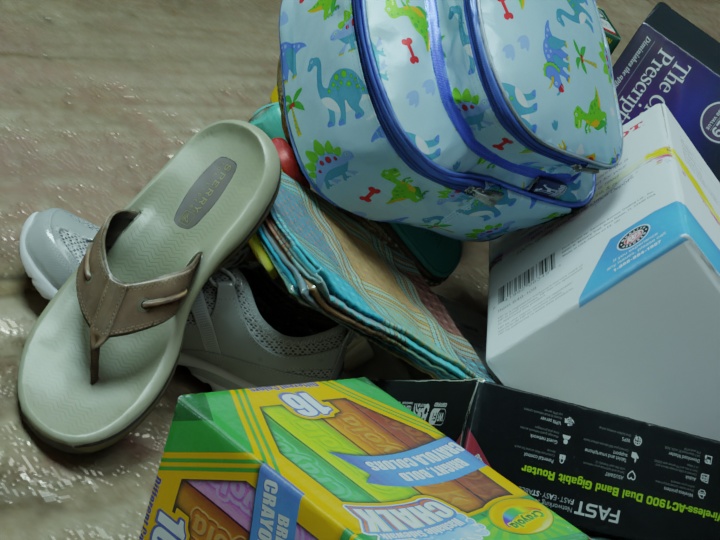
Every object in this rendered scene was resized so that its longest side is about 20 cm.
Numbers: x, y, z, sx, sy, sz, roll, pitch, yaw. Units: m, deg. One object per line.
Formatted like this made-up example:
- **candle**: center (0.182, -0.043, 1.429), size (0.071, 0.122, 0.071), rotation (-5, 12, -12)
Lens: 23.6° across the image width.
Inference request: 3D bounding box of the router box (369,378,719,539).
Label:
- **router box**: center (0.111, 0.109, 0.934), size (0.198, 0.063, 0.150), rotation (16, -8, -19)

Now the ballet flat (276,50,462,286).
- **ballet flat**: center (-0.009, -0.065, 1.123), size (0.071, 0.065, 0.201), rotation (-51, 120, -32)

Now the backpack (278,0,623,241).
- **backpack**: center (0.056, -0.122, 1.049), size (0.199, 0.146, 0.185), rotation (5, 70, -43)

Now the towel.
- **towel**: center (0.000, 0.000, 0.996), size (0.199, 0.022, 0.147), rotation (33, 18, -46)

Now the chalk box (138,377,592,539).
- **chalk box**: center (0.008, 0.148, 0.748), size (0.124, 0.125, 0.199), rotation (-1, 24, -47)

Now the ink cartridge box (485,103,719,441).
- **ink cartridge box**: center (0.178, 0.021, 1.106), size (0.146, 0.146, 0.201), rotation (50, 22, -19)

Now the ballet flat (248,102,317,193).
- **ballet flat**: center (0.014, -0.063, 1.204), size (0.198, 0.067, 0.071), rotation (14, 48, -28)

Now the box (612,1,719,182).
- **box**: center (0.218, -0.071, 1.277), size (0.140, 0.201, 0.079), rotation (34, 28, 4)

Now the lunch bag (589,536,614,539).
- **lunch bag**: center (0.155, 0.227, 0.844), size (0.199, 0.077, 0.161), rotation (30, 47, -7)

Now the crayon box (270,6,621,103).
- **crayon box**: center (0.059, -0.146, 1.259), size (0.198, 0.173, 0.058), rotation (20, 27, -22)

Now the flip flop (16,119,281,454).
- **flip flop**: center (-0.110, 0.000, 0.882), size (0.081, 0.201, 0.058), rotation (30, -17, 18)

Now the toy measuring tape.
- **toy measuring tape**: center (-0.051, -0.027, 1.066), size (0.073, 0.074, 0.201), rotation (5, 40, -41)

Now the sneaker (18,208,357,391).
- **sneaker**: center (-0.092, 0.010, 0.958), size (0.199, 0.082, 0.075), rotation (27, 28, -14)

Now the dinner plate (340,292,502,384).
- **dinner plate**: center (0.069, 0.071, 1.095), size (0.199, 0.024, 0.201), rotation (26, 28, -15)
